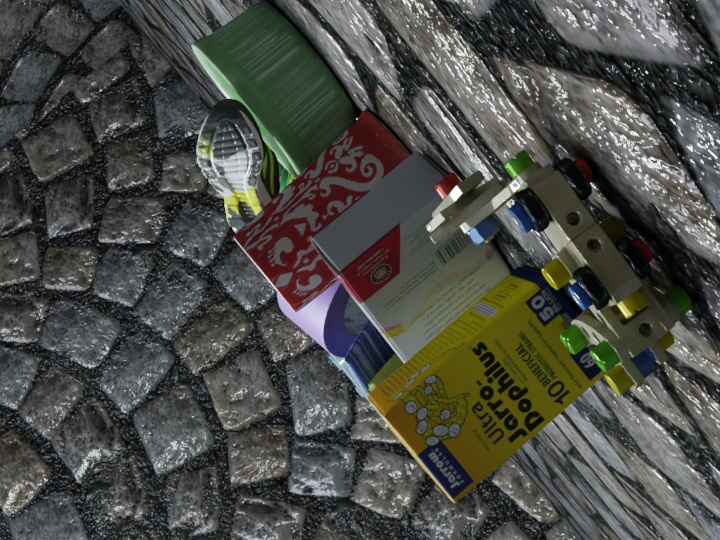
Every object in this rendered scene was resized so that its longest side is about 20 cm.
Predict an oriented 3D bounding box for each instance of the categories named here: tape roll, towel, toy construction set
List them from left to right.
[{"bbox_3d":[0.000,0.000,1.682,0.085,0.200,0.200,37,171,27],"label":"tape roll"},{"bbox_3d":[0.059,0.060,1.690,0.024,0.200,0.145,27,164,29],"label":"towel"},{"bbox_3d":[0.137,-0.009,0.926,0.200,0.092,0.131,39,176,4],"label":"toy construction set"}]

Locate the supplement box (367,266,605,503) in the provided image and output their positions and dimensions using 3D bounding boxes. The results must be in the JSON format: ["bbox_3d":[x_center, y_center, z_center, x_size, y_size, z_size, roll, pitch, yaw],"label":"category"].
[{"bbox_3d":[0.120,0.103,1.313,0.109,0.200,0.110,50,177,-8],"label":"supplement box"}]

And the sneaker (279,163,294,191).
[{"bbox_3d":[-0.118,-0.182,1.920,0.074,0.083,0.201,70,-167,-58],"label":"sneaker"}]

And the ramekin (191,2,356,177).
[{"bbox_3d":[-0.094,-0.209,1.599,0.200,0.098,0.200,50,176,4],"label":"ramekin"}]

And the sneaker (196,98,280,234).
[{"bbox_3d":[-0.134,-0.125,1.574,0.201,0.074,0.085,81,-168,-48],"label":"sneaker"}]

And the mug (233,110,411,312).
[{"bbox_3d":[-0.028,-0.055,1.537,0.134,0.200,0.178,49,176,6],"label":"mug"}]

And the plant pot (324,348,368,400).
[{"bbox_3d":[0.036,0.075,2.103,0.196,0.200,0.197,48,175,43],"label":"plant pot"}]

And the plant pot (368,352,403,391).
[{"bbox_3d":[0.116,0.121,1.646,0.200,0.190,0.200,50,176,5],"label":"plant pot"}]

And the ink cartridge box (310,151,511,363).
[{"bbox_3d":[0.064,0.005,1.426,0.200,0.146,0.083,54,176,-39],"label":"ink cartridge box"}]
